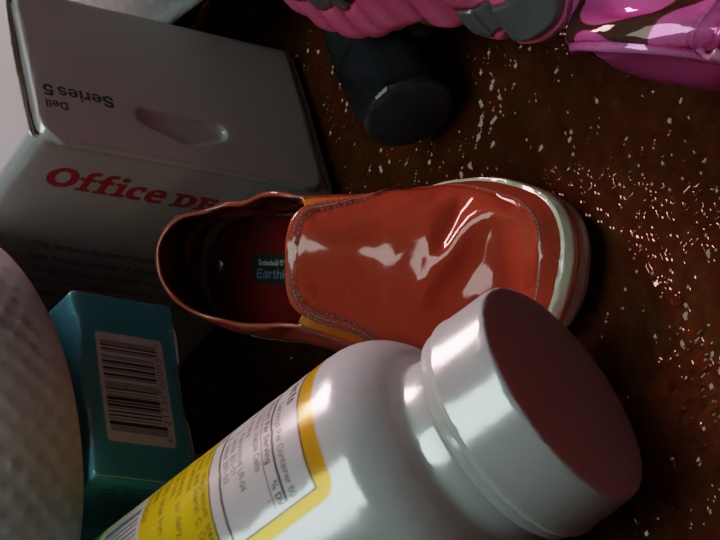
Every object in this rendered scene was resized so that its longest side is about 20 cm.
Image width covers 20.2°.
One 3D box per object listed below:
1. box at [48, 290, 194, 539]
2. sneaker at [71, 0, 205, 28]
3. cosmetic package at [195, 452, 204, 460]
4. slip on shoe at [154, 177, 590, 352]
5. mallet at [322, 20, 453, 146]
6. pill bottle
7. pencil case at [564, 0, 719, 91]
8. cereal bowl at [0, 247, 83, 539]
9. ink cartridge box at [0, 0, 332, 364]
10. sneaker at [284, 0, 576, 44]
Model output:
[{"bbox_3d":[-0.144,0.092,0.843,0.200,0.049,0.083,-40,51,41],"label":"box"},{"bbox_3d":[-0.091,-0.150,0.896,0.200,0.070,0.100,123,168,-47],"label":"sneaker"},{"bbox_3d":[-0.149,0.145,0.952,0.200,0.082,0.051,-41,53,42],"label":"cosmetic package"},{"bbox_3d":[0.000,0.000,0.770,0.199,0.061,0.075,2,88,40],"label":"slip on shoe"},{"bbox_3d":[0.055,-0.125,0.755,0.200,0.041,0.066,-43,50,37],"label":"mallet"},{"bbox_3d":[-0.004,0.096,0.707,0.200,0.112,0.113,-39,52,23],"label":"pill bottle"},{"bbox_3d":[0.124,-0.155,0.619,0.094,0.090,0.202,-84,3,-84],"label":"pencil case"},{"bbox_3d":[-0.197,0.080,0.795,0.199,0.083,0.202,1,91,49],"label":"cereal bowl"},{"bbox_3d":[-0.128,-0.019,0.896,0.200,0.144,0.085,-46,48,39],"label":"ink cartridge box"},{"bbox_3d":[0.021,-0.140,0.735,0.199,0.079,0.096,15,69,48],"label":"sneaker"}]
